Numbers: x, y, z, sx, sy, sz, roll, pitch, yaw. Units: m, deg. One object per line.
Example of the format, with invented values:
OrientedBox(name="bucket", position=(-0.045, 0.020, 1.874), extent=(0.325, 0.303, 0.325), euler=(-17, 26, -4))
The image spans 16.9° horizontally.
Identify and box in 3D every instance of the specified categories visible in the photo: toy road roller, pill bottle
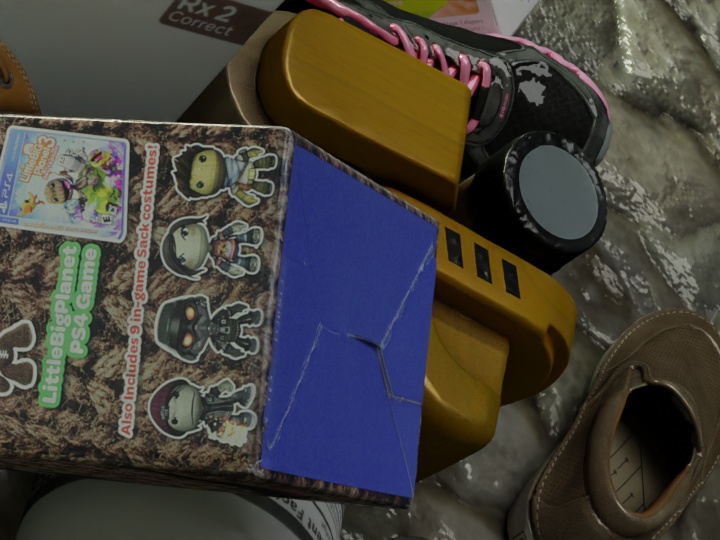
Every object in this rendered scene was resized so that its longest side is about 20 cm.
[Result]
OrientedBox(name="toy road roller", position=(0.000, 0.000, 1.013), extent=(0.199, 0.123, 0.147), euler=(28, 55, -23))
OrientedBox(name="pill bottle", position=(-0.063, 0.085, 0.891), extent=(0.115, 0.116, 0.201), euler=(31, 44, -19))

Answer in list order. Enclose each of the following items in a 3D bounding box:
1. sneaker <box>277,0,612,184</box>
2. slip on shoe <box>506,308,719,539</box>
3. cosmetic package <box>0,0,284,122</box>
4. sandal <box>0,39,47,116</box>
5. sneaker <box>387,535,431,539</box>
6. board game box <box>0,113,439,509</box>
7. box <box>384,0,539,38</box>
OrientedBox(name="sneaker", position=(0.014, -0.085, 1.064), extent=(0.199, 0.080, 0.095), euler=(19, 1, 6))
OrientedBox(name="slip on shoe", position=(0.134, 0.073, 1.115), extent=(0.076, 0.061, 0.200), euler=(49, 40, 1))
OrientedBox(name="cosmetic package", position=(-0.149, -0.160, 0.969), extent=(0.164, 0.165, 0.201), euler=(13, 51, -33))
OrientedBox(name="sandal", position=(-0.140, -0.061, 0.831), extent=(0.199, 0.081, 0.055), euler=(16, 78, -49))
OrientedBox(name="sneaker", position=(0.026, 0.164, 0.900), extent=(0.081, 0.074, 0.200), euler=(3, 22, 11))
OrientedBox(name="board game box", position=(-0.093, 0.013, 0.756), extent=(0.159, 0.198, 0.098), euler=(26, 69, -70))
OrientedBox(name="box", position=(0.012, -0.212, 1.125), extent=(0.101, 0.112, 0.201), euler=(-51, 132, -49))
